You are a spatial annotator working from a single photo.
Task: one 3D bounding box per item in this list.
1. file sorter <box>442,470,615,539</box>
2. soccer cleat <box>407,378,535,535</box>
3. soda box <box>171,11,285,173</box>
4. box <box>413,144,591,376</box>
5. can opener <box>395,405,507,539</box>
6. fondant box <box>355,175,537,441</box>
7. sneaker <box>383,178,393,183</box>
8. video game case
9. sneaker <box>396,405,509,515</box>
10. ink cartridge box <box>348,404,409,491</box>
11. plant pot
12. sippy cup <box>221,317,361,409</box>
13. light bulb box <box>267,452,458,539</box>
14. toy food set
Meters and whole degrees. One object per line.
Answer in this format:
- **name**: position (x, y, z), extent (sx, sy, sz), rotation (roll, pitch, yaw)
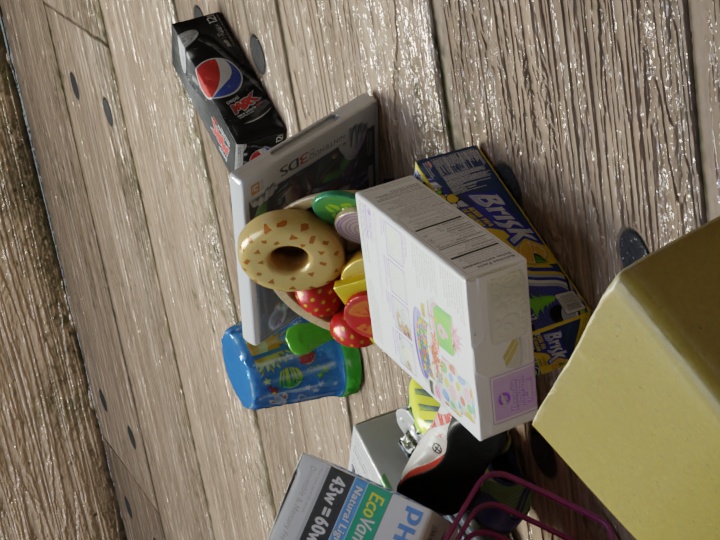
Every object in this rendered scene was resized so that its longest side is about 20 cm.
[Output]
- **file sorter**: position (0.131, 0.292, 1.542), extent (0.138, 0.126, 0.201), rotation (25, 141, 16)
- **soccer cleat**: position (0.108, 0.158, 1.668), extent (0.084, 0.064, 0.201), rotation (-58, 40, 28)
- **soda box**: position (-0.155, -0.204, 2.055), extent (0.201, 0.063, 0.071), rotation (60, 158, 31)
- **box**: position (0.112, -0.008, 1.474), extent (0.070, 0.064, 0.201), rotation (96, 150, -49)
- **can opener**: position (0.098, 0.210, 1.728), extent (0.201, 0.066, 0.053), rotation (59, 161, 13)
- **fondant box**: position (0.068, 0.026, 1.442), extent (0.200, 0.058, 0.145), rotation (-137, 35, -57)
- **sneaker**: position (0.023, -0.008, 1.756), extent (0.200, 0.074, 0.088), rotation (111, 163, -60)
- **video game case**: position (-0.049, -0.048, 1.719), extent (0.023, 0.181, 0.201), rotation (31, 139, 34)
- **sneaker**: position (0.094, 0.138, 1.589), extent (0.202, 0.067, 0.108), rotation (117, 174, -56)
- **ink cartridge box**: position (0.050, 0.258, 1.854), extent (0.201, 0.083, 0.146), rotation (97, 150, -51)
- **plant pot**: position (0.248, 0.083, 1.000), extent (0.201, 0.193, 0.196), rotation (54, 156, 20)
- **sippy cup**: position (-0.083, 0.094, 2.014), extent (0.140, 0.129, 0.179), rotation (55, 154, 40)
- **light bulb box**: position (-0.016, 0.278, 1.526), extent (0.124, 0.199, 0.200), rotation (22, 172, 14)
- **toy food set**: position (0.000, 0.000, 1.639), extent (0.200, 0.197, 0.049), rotation (54, -146, -34)
